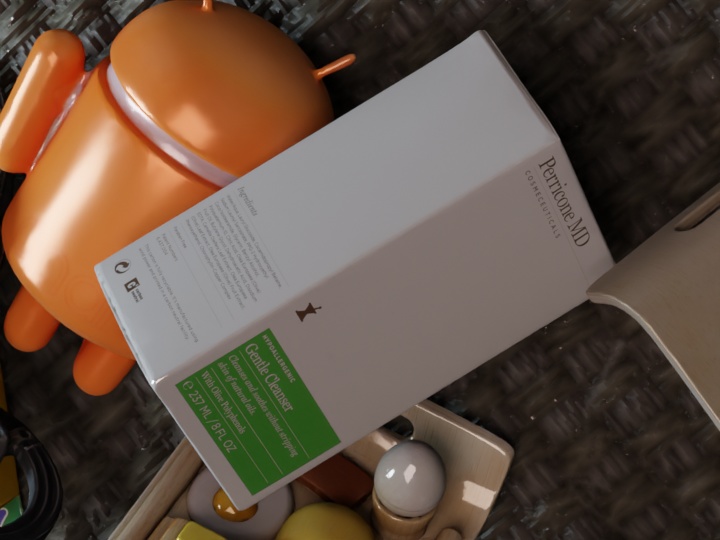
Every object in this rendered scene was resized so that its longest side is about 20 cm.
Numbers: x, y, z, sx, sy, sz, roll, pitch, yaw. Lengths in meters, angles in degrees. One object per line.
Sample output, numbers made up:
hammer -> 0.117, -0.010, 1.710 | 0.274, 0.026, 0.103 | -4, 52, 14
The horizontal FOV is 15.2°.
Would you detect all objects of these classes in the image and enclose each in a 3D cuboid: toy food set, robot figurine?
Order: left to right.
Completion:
robot figurine -> -0.086, -0.038, 1.230 | 0.144, 0.116, 0.200 | 47, 115, 28
toy food set -> -0.034, 0.118, 1.206 | 0.143, 0.200, 0.061 | 27, 136, 11
toy food set -> 0.205, 0.049, 1.154 | 0.143, 0.060, 0.200 | -36, 88, -21

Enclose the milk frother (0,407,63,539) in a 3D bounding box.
milk frother -> -0.184, 0.193, 1.275 | 0.188, 0.180, 0.201 | -42, 51, 19

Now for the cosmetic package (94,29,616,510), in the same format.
cosmetic package -> 0.000, 0.000, 1.166 | 0.199, 0.108, 0.085 | -31, 47, 1

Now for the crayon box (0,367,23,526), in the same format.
crayon box -> -0.243, 0.056, 1.339 | 0.125, 0.052, 0.201 | -4, 102, 20

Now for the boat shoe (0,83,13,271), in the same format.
boat shoe -> -0.190, -0.011, 1.239 | 0.071, 0.201, 0.068 | 19, 151, -22
